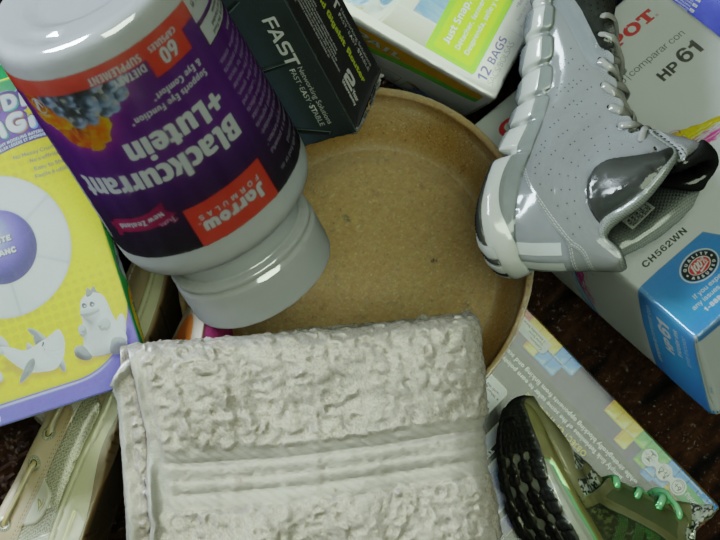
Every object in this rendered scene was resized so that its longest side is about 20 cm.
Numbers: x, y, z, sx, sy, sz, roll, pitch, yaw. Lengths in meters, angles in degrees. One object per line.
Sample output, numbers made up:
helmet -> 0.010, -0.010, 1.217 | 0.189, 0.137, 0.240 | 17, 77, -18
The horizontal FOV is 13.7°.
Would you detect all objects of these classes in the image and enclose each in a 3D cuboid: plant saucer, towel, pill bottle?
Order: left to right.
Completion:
pill bottle -> -0.095, -0.069, 1.528 | 0.111, 0.111, 0.200 | -37, 123, -10
towel -> -0.028, 0.094, 1.559 | 0.199, 0.034, 0.133 | -6, 95, -10
plant saucer -> 0.000, 0.000, 1.639 | 0.200, 0.035, 0.201 | -4, 74, 13

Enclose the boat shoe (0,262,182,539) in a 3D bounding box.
boat shoe -> -0.151, 0.076, 1.638 | 0.065, 0.072, 0.201 | 16, 76, 12

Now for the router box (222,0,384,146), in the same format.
router box -> -0.099, -0.147, 1.584 | 0.149, 0.062, 0.200 | -15, 122, 26

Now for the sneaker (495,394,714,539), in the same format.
sneaker -> 0.148, 0.143, 1.636 | 0.089, 0.077, 0.200 | -37, 99, -22

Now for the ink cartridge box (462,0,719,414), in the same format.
ink cartridge box -> 0.174, -0.043, 1.640 | 0.144, 0.085, 0.200 | -40, 54, -11

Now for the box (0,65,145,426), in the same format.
box -> -0.192, -0.022, 1.568 | 0.117, 0.048, 0.201 | -18, 92, -7

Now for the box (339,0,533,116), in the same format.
box -> 0.004, -0.183, 1.661 | 0.200, 0.101, 0.113 | 30, 82, -7

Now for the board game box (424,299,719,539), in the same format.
board game box -> 0.073, 0.120, 1.680 | 0.165, 0.057, 0.200 | -44, 95, -7

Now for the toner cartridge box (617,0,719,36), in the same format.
toner cartridge box -> 0.209, -0.173, 1.725 | 0.200, 0.043, 0.095 | 34, 83, -6

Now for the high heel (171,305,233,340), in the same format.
high heel -> -0.062, 0.115, 1.604 | 0.096, 0.067, 0.201 | 7, 79, -21

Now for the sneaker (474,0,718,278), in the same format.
sneaker -> 0.140, -0.083, 1.579 | 0.115, 0.075, 0.201 | 6, 69, 27
